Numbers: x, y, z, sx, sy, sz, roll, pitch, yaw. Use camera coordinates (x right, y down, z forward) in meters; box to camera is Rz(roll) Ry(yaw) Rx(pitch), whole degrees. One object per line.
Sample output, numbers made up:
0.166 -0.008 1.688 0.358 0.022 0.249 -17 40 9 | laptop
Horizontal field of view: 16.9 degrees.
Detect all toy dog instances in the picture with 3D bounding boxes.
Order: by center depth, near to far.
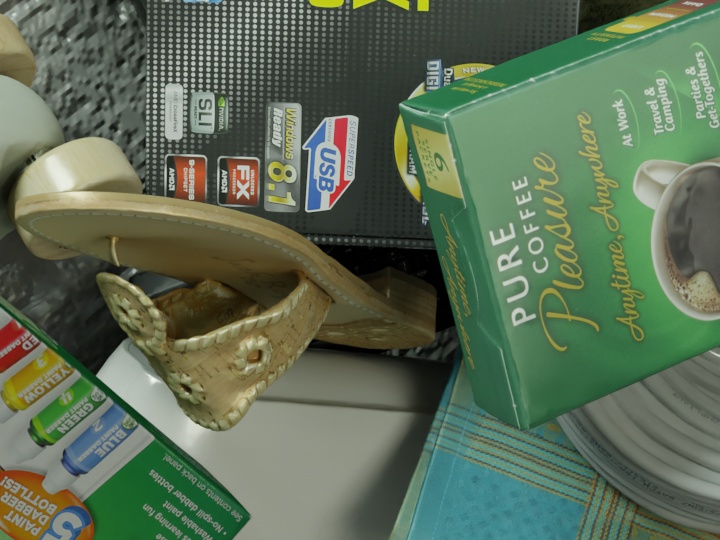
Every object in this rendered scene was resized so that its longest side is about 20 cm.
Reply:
-0.181 -0.031 0.874 0.199 0.132 0.096 11 130 -34 | toy dog

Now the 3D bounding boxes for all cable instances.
0.156 0.006 0.962 0.199 0.069 0.200 -27 74 -17 | cable

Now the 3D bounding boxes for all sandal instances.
-0.041 0.026 0.893 0.211 0.077 0.070 17 71 -51 | sandal

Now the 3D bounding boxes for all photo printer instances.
-0.044 0.109 0.993 0.199 0.069 0.167 8 110 -38 | photo printer

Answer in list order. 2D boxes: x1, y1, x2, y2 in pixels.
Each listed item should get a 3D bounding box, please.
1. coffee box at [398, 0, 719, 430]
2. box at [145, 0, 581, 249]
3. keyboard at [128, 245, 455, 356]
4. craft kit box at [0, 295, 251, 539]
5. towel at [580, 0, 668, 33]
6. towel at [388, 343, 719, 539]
0.119 -0.036 0.875 0.199 0.044 0.123 -23 110 -19 | coffee box
0.002 -0.110 0.892 0.159 0.044 0.201 3 104 5 | box
0.000 0.000 0.993 0.199 0.040 0.104 -22 123 -8 | keyboard
-0.168 0.101 0.840 0.198 0.049 0.200 -48 126 -1 | craft kit box
0.082 -0.099 1.009 0.199 0.149 0.037 -18 66 -8 | towel
0.121 0.090 0.972 0.199 0.022 0.147 23 66 -2 | towel
